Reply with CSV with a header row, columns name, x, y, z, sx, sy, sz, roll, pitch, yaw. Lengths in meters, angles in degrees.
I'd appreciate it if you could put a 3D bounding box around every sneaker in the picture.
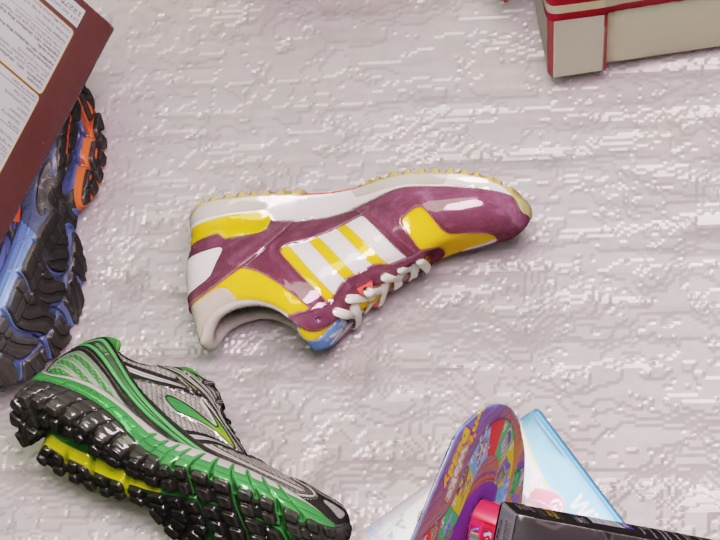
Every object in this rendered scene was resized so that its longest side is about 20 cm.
name,x,y,z,sx,sy,sz,roll,pitch,yaw
sneaker,0.000,0.000,1.431,0.199,0.075,0.090,-7,71,17
sneaker,-0.089,0.094,1.398,0.200,0.078,0.085,29,53,14
sneaker,-0.203,-0.019,1.492,0.078,0.075,0.200,-4,55,22

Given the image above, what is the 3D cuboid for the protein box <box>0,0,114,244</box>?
name,x,y,z,sx,sy,sz,roll,pitch,yaw
protein box,-0.285,-0.092,1.463,0.198,0.135,0.200,5,62,47

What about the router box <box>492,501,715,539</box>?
name,x,y,z,sx,sy,sz,roll,pitch,yaw
router box,0.126,0.221,1.199,0.157,0.052,0.201,11,91,-5

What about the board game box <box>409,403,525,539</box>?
name,x,y,z,sx,sy,sz,roll,pitch,yaw
board game box,0.056,0.166,1.255,0.039,0.158,0.200,17,72,20

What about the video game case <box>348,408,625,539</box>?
name,x,y,z,sx,sy,sz,roll,pitch,yaw
video game case,0.053,0.184,1.345,0.200,0.018,0.143,-35,66,-5

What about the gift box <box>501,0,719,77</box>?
name,x,y,z,sx,sy,sz,roll,pitch,yaw
gift box,0.158,-0.234,1.446,0.186,0.185,0.200,-9,59,-1
